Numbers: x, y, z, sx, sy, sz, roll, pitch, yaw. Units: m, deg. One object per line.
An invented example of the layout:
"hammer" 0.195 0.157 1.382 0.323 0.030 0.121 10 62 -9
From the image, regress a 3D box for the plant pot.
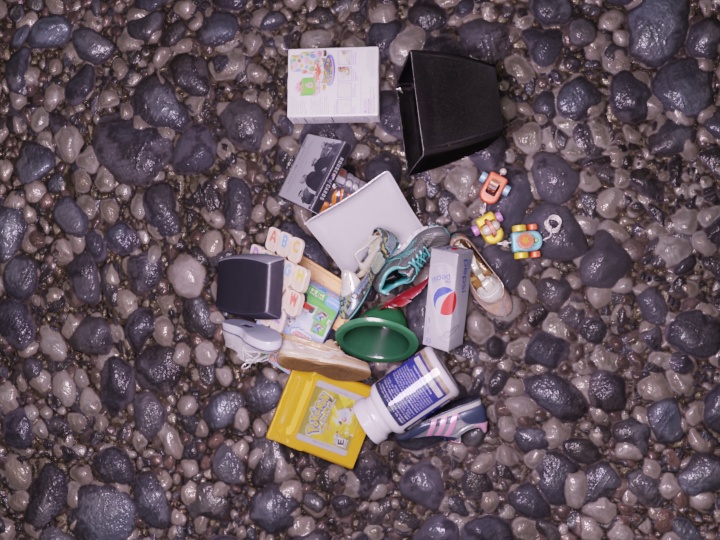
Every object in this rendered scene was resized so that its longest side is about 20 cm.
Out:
"plant pot" 0.180 -0.319 1.370 0.174 0.200 0.204 -7 87 -5

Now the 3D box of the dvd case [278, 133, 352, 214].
"dvd case" -0.098 -0.203 1.401 0.024 0.200 0.152 26 92 -29

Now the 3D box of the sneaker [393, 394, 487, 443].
"sneaker" 0.168 0.328 1.405 0.197 0.070 0.083 -22 92 10

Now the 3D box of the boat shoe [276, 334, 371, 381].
"boat shoe" -0.070 0.172 1.386 0.197 0.074 0.070 16 53 -16

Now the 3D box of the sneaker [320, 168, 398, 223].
"sneaker" -0.017 -0.133 1.446 0.198 0.078 0.113 32 114 -7

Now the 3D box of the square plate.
"square plate" 0.017 -0.087 1.399 0.196 0.029 0.201 -30 128 9

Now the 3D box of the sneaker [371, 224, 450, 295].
"sneaker" 0.103 -0.014 1.398 0.198 0.092 0.078 -34 120 9

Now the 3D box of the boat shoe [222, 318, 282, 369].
"boat shoe" -0.225 0.159 1.393 0.200 0.074 0.088 11 103 48

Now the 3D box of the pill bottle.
"pill bottle" 0.090 0.254 1.371 0.199 0.116 0.117 -35 85 4

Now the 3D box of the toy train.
"toy train" 0.313 -0.114 1.409 0.199 0.056 0.151 35 93 7

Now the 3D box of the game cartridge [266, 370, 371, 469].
"game cartridge" -0.076 0.300 1.427 0.197 0.032 0.179 22 90 -11

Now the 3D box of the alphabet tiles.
"alphabet tiles" -0.177 0.018 1.404 0.199 0.014 0.199 24 101 44

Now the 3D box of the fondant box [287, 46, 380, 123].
"fondant box" -0.056 -0.395 1.460 0.196 0.058 0.147 1 88 6

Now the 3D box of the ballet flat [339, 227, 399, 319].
"ballet flat" 0.000 0.000 1.367 0.074 0.074 0.202 31 77 6

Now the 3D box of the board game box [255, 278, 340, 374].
"board game box" -0.139 0.113 1.439 0.150 0.037 0.202 29 108 7

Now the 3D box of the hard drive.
"hard drive" -0.236 0.032 1.421 0.198 0.042 0.138 3 88 45

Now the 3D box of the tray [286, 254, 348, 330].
"tray" -0.097 0.041 1.462 0.198 0.037 0.100 31 92 8

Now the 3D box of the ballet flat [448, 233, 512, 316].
"ballet flat" 0.244 0.011 1.407 0.068 0.067 0.201 -38 85 3

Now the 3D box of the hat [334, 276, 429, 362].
"hat" 0.053 0.078 1.437 0.196 0.167 0.178 12 55 -6

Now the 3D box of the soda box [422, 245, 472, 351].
"soda box" 0.176 0.055 1.380 0.063 0.068 0.204 13 105 35
